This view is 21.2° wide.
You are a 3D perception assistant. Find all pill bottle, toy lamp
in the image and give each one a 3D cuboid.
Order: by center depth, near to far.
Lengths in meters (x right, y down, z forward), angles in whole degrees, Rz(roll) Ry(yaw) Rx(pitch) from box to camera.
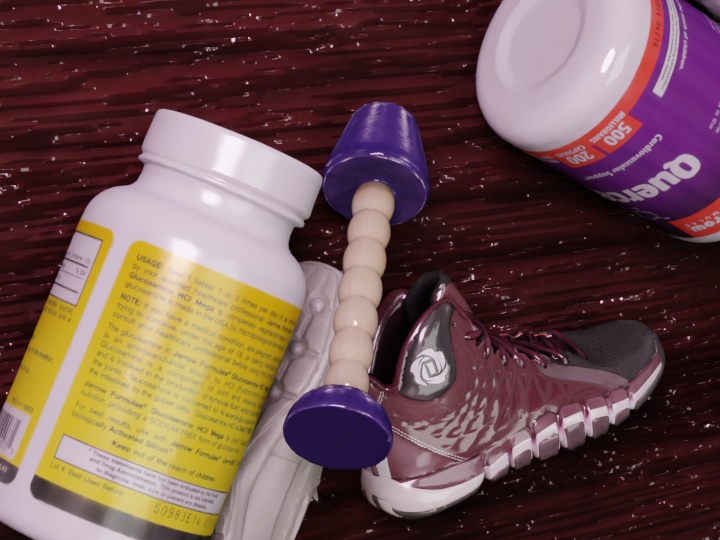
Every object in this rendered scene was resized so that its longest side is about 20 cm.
[{"bbox_3d":[-0.093,0.033,0.894,0.112,0.112,0.201,24,86,-36],"label":"pill bottle"},{"bbox_3d":[0.000,0.000,0.934,0.058,0.058,0.201,44,40,-33],"label":"toy lamp"},{"bbox_3d":[0.165,-0.086,1.049,0.199,0.112,0.113,26,85,-36],"label":"pill bottle"}]

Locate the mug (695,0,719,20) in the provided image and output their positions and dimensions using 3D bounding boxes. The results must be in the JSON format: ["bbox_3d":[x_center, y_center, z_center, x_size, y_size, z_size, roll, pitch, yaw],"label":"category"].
[{"bbox_3d":[0.213,-0.202,1.009,0.175,0.200,0.148,32,112,-24],"label":"mug"}]

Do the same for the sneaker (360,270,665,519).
[{"bbox_3d":[0.077,0.043,1.042,0.199,0.076,0.116,-27,112,-27],"label":"sneaker"}]

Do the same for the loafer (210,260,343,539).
[{"bbox_3d":[-0.051,0.093,0.972,0.070,0.070,0.201,38,73,-56],"label":"loafer"}]
